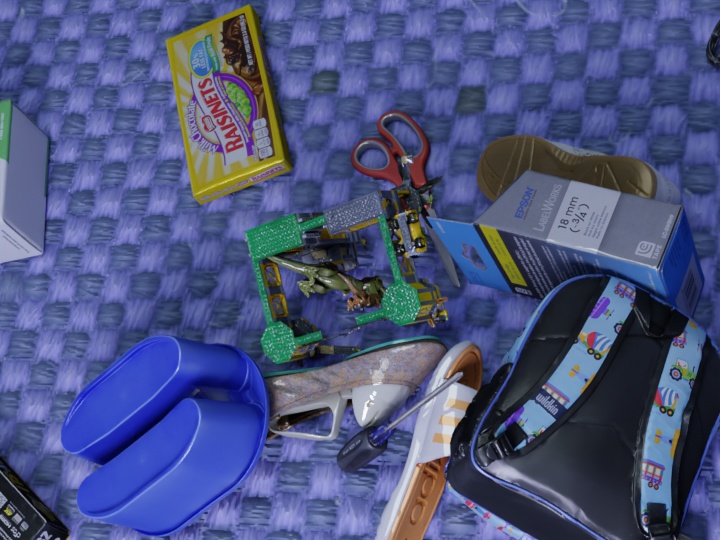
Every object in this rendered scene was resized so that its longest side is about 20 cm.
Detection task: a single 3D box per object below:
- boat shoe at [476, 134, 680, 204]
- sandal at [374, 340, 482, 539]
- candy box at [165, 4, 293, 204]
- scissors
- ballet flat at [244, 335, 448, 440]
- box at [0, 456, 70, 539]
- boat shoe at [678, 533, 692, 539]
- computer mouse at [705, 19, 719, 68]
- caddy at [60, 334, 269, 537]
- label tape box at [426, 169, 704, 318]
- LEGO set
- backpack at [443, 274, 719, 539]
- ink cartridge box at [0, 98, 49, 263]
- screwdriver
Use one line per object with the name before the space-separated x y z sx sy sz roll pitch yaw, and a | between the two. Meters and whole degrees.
boat shoe | 0.189 -0.073 1.254 0.200 0.069 0.071 18 94 46
sandal | 0.075 0.162 1.178 0.059 0.079 0.207 16 81 31
candy box | -0.135 -0.169 1.442 0.102 0.026 0.200 -22 60 14
scissors | 0.061 -0.072 1.328 0.073 0.014 0.200 -37 57 -1
ballet flat | -0.012 0.111 1.244 0.200 0.068 0.067 -16 65 24
box | -0.388 0.239 1.330 0.200 0.049 0.160 37 85 30
boat shoe | 0.223 0.290 1.065 0.072 0.065 0.200 4 67 22
computer mouse | 0.396 -0.245 1.279 0.200 0.034 0.059 -33 75 9
caddy | -0.167 0.146 1.253 0.200 0.105 0.142 -38 56 24
label tape box | 0.173 -0.020 1.185 0.200 0.144 0.063 15 72 26
LEGO set | 0.000 0.000 1.266 0.200 0.116 0.154 -28 79 30
backpack | 0.179 0.114 1.106 0.182 0.135 0.200 29 66 0
ink cartridge box | -0.431 -0.077 1.475 0.200 0.084 0.146 -11 63 16
screwdriver | 0.033 0.120 1.170 0.028 0.200 0.029 33 47 -10
